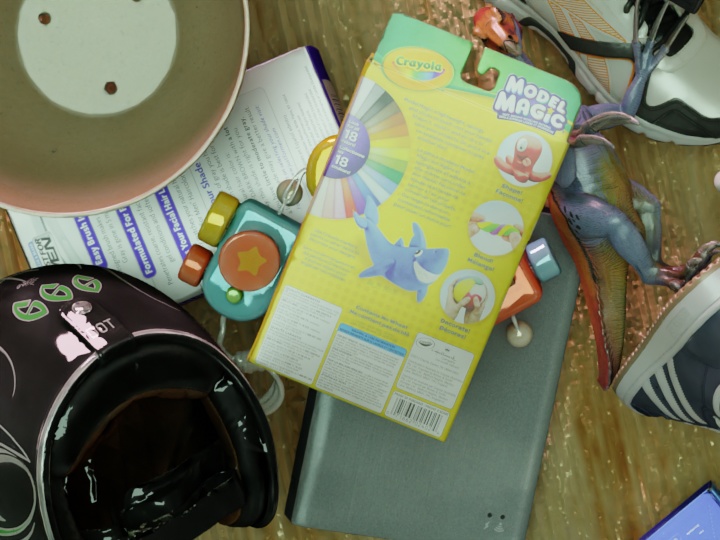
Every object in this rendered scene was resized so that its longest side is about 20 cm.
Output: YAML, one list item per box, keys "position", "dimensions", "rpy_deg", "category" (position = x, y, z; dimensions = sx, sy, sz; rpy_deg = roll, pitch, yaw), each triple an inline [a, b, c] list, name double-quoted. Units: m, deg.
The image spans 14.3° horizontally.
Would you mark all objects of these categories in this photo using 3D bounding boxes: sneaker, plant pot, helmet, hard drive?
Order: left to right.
- position: [-0.156, 0.095, 1.558]
  dimensions: [0.199, 0.190, 0.201]
  rpy_deg: [-5, 100, -34]
  category: "helmet"
- position: [-0.153, -0.132, 1.568]
  dimensions: [0.200, 0.134, 0.201]
  rpy_deg: [0, 94, 3]
  category: "plant pot"
- position: [0.044, 0.054, 1.623]
  dimensions: [0.139, 0.033, 0.201]
  rpy_deg: [9, 98, -16]
  category: "hard drive"
- position: [0.143, -0.146, 1.604]
  dimensions: [0.200, 0.080, 0.074]
  rpy_deg: [36, 60, 4]
  category: "sneaker"
- position: [0.203, 0.068, 1.548]
  dimensions: [0.070, 0.200, 0.109]
  rpy_deg: [-38, 78, -16]
  category: "sneaker"

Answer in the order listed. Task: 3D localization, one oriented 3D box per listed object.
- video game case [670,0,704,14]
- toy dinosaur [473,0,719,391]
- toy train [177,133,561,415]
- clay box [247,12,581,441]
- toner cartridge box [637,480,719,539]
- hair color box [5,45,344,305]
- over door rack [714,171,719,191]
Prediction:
- position: [0.146, -0.263, 1.597]
  dimensions: [0.200, 0.026, 0.181]
  rpy_deg: [32, 66, 6]
  category: "video game case"
- position: [0.112, -0.054, 1.559]
  dimensions: [0.181, 0.105, 0.200]
  rpy_deg: [39, 112, 8]
  category: "toy dinosaur"
- position: [0.000, 0.000, 1.556]
  dimensions: [0.199, 0.056, 0.151]
  rpy_deg: [-23, 94, 6]
  category: "toy train"
- position: [0.030, -0.025, 1.503]
  dimensions: [0.115, 0.048, 0.201]
  rpy_deg: [22, 99, -1]
  category: "clay box"
- position: [0.154, 0.220, 1.637]
  dimensions: [0.200, 0.043, 0.095]
  rpy_deg: [-40, 87, 7]
  category: "toner cartridge box"
- position: [-0.097, -0.041, 1.655]
  dimensions: [0.199, 0.065, 0.110]
  rpy_deg: [-23, 89, 5]
  category: "hair color box"
- position: [0.269, -0.060, 1.536]
  dimensions: [0.148, 0.200, 0.067]
  rpy_deg: [-34, 99, 7]
  category: "over door rack"
